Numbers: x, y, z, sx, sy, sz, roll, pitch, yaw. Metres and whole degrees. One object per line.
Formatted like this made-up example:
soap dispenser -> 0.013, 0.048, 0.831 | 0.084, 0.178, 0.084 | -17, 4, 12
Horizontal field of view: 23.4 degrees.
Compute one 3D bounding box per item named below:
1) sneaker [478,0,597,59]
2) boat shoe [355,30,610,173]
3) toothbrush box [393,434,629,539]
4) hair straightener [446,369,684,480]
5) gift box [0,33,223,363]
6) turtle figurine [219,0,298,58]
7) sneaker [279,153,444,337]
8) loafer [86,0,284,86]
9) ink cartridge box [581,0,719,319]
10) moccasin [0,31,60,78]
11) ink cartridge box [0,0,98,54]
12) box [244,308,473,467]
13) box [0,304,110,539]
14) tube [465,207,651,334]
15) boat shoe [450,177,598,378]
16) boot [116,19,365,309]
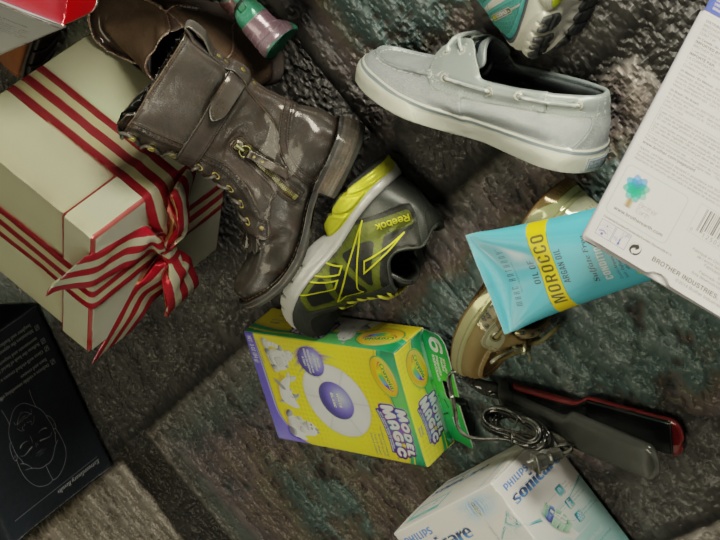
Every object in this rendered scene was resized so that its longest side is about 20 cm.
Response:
sneaker -> 0.124, -0.225, 1.118 | 0.080, 0.077, 0.200 | 46, 140, 19
boat shoe -> 0.089, -0.133, 1.226 | 0.200, 0.070, 0.072 | 23, 121, 25
toothbrush box -> 0.148, 0.251, 1.430 | 0.200, 0.085, 0.146 | 54, 139, -1
hair straightener -> 0.145, 0.119, 1.341 | 0.200, 0.077, 0.041 | 20, 132, 31
gift box -> -0.227, -0.049, 1.460 | 0.187, 0.200, 0.185 | 36, 151, 17
turtle figurine -> -0.118, -0.257, 1.300 | 0.200, 0.101, 0.150 | 41, 139, 3
sneaker -> 0.000, 0.000, 1.389 | 0.085, 0.074, 0.200 | 41, 138, 11
loafer -> -0.154, -0.187, 1.391 | 0.200, 0.071, 0.073 | 18, 127, 36
ink cartridge box -> 0.239, -0.079, 1.102 | 0.119, 0.042, 0.200 | 32, 111, 20
moccasin -> -0.276, -0.249, 1.468 | 0.078, 0.074, 0.201 | 40, 146, 2
ink cartridge box -> -0.269, -0.282, 1.339 | 0.175, 0.084, 0.201 | -11, 69, 46
box -> 0.000, 0.101, 1.485 | 0.200, 0.048, 0.118 | 4, 121, 39
box -> -0.375, 0.157, 1.787 | 0.107, 0.148, 0.200 | -3, 116, 44
tube -> 0.173, -0.015, 1.198 | 0.200, 0.050, 0.078 | -17, 95, 30
boat shoe -> 0.126, 0.021, 1.291 | 0.063, 0.073, 0.200 | 39, 136, 14
boot -> -0.108, -0.080, 1.343 | 0.174, 0.069, 0.200 | 23, 115, -13
